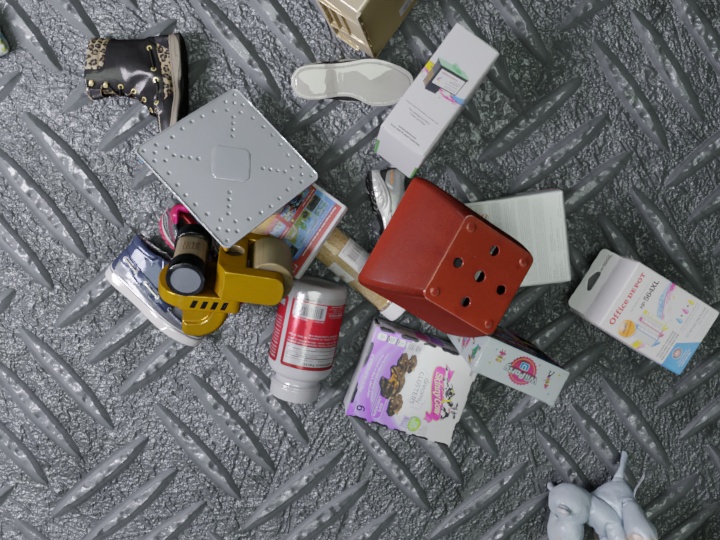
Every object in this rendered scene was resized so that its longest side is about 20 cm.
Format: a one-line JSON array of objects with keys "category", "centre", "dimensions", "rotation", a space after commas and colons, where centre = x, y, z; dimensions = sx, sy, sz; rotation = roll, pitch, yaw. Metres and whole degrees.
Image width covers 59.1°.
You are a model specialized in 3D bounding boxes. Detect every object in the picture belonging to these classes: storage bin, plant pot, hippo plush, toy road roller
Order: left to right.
[{"category": "toy road roller", "centre": [-0.209, 0.024, 0.981], "dimensions": [0.198, 0.123, 0.147], "rotation": [6, 122, -11]}, {"category": "storage bin", "centre": [0.035, -0.449, 0.958], "dimensions": [0.093, 0.199, 0.201], "rotation": [37, 95, 8]}, {"category": "plant pot", "centre": [0.147, -0.008, 0.986], "dimensions": [0.199, 0.176, 0.201], "rotation": [30, 90, -20]}, {"category": "hippo plush", "centre": [0.426, 0.449, 1.148], "dimensions": [0.159, 0.159, 0.202], "rotation": [6, 99, -6]}]

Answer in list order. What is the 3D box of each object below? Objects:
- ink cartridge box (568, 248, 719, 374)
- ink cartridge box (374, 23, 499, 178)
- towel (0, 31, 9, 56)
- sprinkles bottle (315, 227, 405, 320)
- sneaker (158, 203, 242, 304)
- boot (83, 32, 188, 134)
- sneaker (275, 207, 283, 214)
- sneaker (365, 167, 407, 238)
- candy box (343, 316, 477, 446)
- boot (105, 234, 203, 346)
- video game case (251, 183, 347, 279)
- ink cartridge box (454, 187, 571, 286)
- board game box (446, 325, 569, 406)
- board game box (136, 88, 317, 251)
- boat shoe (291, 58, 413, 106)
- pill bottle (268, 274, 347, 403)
[{"category": "ink cartridge box", "centre": [0.479, 0.065, 1.107], "dimensions": [0.199, 0.125, 0.129], "rotation": [29, 96, -9]}, {"category": "ink cartridge box", "centre": [0.115, -0.261, 0.998], "dimensions": [0.084, 0.145, 0.201], "rotation": [36, 85, 0]}, {"category": "towel", "centre": [-0.669, -0.407, 0.983], "dimensions": [0.170, 0.048, 0.202], "rotation": [-21, 100, 0]}, {"category": "sprinkles bottle", "centre": [0.000, 0.000, 1.089], "dimensions": [0.200, 0.068, 0.068], "rotation": [40, 94, -9]}, {"category": "sneaker", "centre": [-0.257, -0.021, 1.050], "dimensions": [0.200, 0.075, 0.081], "rotation": [50, 63, -11]}, {"category": "boot", "centre": [-0.354, -0.279, 1.010], "dimensions": [0.149, 0.073, 0.202], "rotation": [1, 91, -5]}, {"category": "sneaker", "centre": [-0.206, -0.163, 1.024], "dimensions": [0.198, 0.075, 0.116], "rotation": [16, 91, 14]}, {"category": "sneaker", "centre": [0.068, -0.078, 1.081], "dimensions": [0.079, 0.074, 0.202], "rotation": [-15, 100, -7]}, {"category": "candy box", "centre": [0.090, 0.197, 1.125], "dimensions": [0.198, 0.072, 0.169], "rotation": [18, 97, -6]}, {"category": "boot", "centre": [-0.326, 0.035, 1.066], "dimensions": [0.200, 0.073, 0.090], "rotation": [42, 100, -9]}, {"category": "video game case", "centre": [-0.138, -0.102, 1.052], "dimensions": [0.199, 0.017, 0.144], "rotation": [37, 95, 13]}, {"category": "ink cartridge box", "centre": [0.263, -0.051, 1.124], "dimensions": [0.198, 0.050, 0.164], "rotation": [-6, 101, 15]}, {"category": "board game box", "centre": [0.238, 0.138, 1.062], "dimensions": [0.146, 0.200, 0.065], "rotation": [24, 98, -8]}, {"category": "board game box", "centre": [-0.199, -0.157, 0.967], "dimensions": [0.200, 0.026, 0.200], "rotation": [46, 60, 3]}, {"category": "boat shoe", "centre": [-0.014, -0.310, 1.042], "dimensions": [0.198, 0.060, 0.075], "rotation": [-3, 113, -2]}, {"category": "pill bottle", "centre": [-0.094, 0.116, 1.078], "dimensions": [0.111, 0.112, 0.202], "rotation": [11, 98, -6]}]
